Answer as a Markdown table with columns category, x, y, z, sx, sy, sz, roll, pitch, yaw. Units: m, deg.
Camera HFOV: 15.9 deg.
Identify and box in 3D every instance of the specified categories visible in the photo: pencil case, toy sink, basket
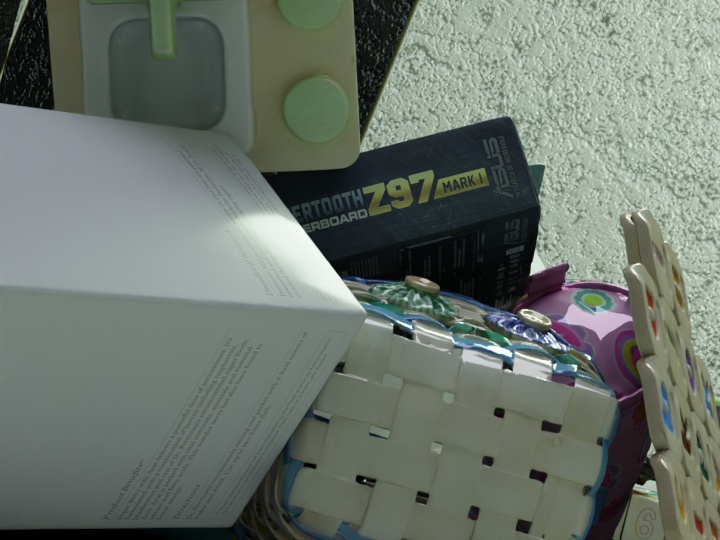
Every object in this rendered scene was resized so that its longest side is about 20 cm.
| category | x | y | z | sx | sy | sz | roll | pitch | yaw |
| --- | --- | --- | --- | --- | --- | --- | --- | --- | --- |
| pencil case | 0.098 | 0.082 | 1.265 | 0.087 | 0.088 | 0.200 | 14 | -35 | 6 |
| toy sink | -0.067 | -0.100 | 1.110 | 0.130 | 0.112 | 0.200 | -3 | 7 | -2 |
| basket | 0.027 | 0.079 | 1.117 | 0.176 | 0.139 | 0.200 | 17 | -11 | -10 |

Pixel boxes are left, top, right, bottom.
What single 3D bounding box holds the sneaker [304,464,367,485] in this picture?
| category | x | y | z | sx | sy | sz | roll | pitch | yaw |
| --- | --- | --- | --- | --- | --- | --- | --- | --- | --- |
| sneaker | -0.076 | 0.098 | 1.295 | 0.200 | 0.060 | 0.104 | 19 | -4 | -35 |

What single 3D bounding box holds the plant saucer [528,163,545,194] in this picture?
| category | x | y | z | sx | sy | sz | roll | pitch | yaw |
| --- | --- | --- | --- | --- | --- | --- | --- | --- | --- |
| plant saucer | -0.008 | -0.019 | 1.254 | 0.200 | 0.019 | 0.070 | -9 | -20 | -22 |

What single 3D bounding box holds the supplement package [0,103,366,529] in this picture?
| category | x | y | z | sx | sy | sz | roll | pitch | yaw |
| --- | --- | --- | --- | --- | --- | --- | --- | --- | --- |
| supplement package | -0.124 | 0.017 | 0.982 | 0.200 | 0.121 | 0.120 | 6 | 37 | -44 |

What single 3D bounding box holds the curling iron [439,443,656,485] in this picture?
| category | x | y | z | sx | sy | sz | roll | pitch | yaw |
| --- | --- | --- | --- | --- | --- | --- | --- | --- | --- |
| curling iron | 0.089 | 0.095 | 1.504 | 0.200 | 0.026 | 0.050 | 8 | -41 | 33 |

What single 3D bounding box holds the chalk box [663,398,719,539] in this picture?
| category | x | y | z | sx | sy | sz | roll | pitch | yaw |
| --- | --- | --- | --- | --- | --- | --- | --- | --- | --- |
| chalk box | 0.228 | 0.140 | 1.288 | 0.124 | 0.125 | 0.200 | 14 | 1 | -11 |

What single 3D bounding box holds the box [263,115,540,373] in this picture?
| category | x | y | z | sx | sy | sz | roll | pitch | yaw |
| --- | --- | --- | --- | --- | --- | --- | --- | --- | --- |
| box | 0.000 | 0.000 | 1.206 | 0.157 | 0.051 | 0.200 | -16 | -18 | -3 |

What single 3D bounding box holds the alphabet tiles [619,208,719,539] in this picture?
| category | x | y | z | sx | sy | sz | roll | pitch | yaw |
| --- | --- | --- | --- | --- | --- | --- | --- | --- | --- |
| alphabet tiles | 0.141 | 0.079 | 1.123 | 0.015 | 0.200 | 0.196 | -10 | -18 | 13 |

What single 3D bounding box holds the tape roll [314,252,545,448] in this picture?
| category | x | y | z | sx | sy | sz | roll | pitch | yaw |
| --- | --- | --- | --- | --- | --- | --- | --- | --- | --- |
| tape roll | 0.028 | 0.053 | 1.866 | 0.139 | 0.203 | 0.202 | 16 | -1 | -44 |

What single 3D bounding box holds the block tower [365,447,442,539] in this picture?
| category | x | y | z | sx | sy | sz | roll | pitch | yaw |
| --- | --- | --- | --- | --- | --- | --- | --- | --- | --- |
| block tower | 0.045 | 0.129 | 1.429 | 0.058 | 0.054 | 0.200 | 15 | -1 | 16 |

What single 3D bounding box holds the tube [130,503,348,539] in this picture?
| category | x | y | z | sx | sy | sz | roll | pitch | yaw |
| --- | --- | --- | --- | --- | --- | --- | --- | --- | --- |
| tube | -0.086 | 0.101 | 1.169 | 0.200 | 0.050 | 0.077 | 18 | 21 | 2 |

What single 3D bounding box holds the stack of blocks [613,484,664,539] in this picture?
| category | x | y | z | sx | sy | sz | roll | pitch | yaw |
| --- | --- | --- | --- | --- | --- | --- | --- | --- | --- |
| stack of blocks | 0.229 | 0.174 | 1.467 | 0.200 | 0.059 | 0.115 | 14 | 0 | 24 |
